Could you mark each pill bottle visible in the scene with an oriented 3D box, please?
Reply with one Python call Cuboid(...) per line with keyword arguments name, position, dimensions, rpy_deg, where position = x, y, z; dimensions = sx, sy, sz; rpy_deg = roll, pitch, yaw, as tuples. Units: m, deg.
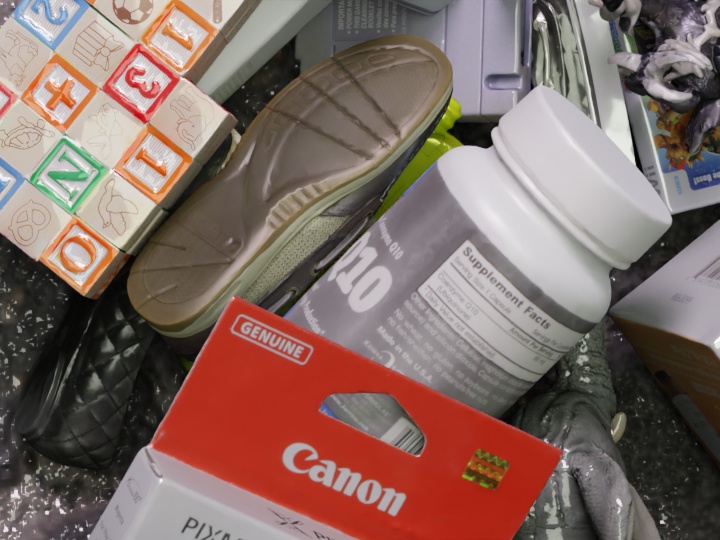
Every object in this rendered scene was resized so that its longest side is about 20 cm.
Cuboid(name="pill bottle", position=(0.051, 0.011, 1.470), dimensions=(0.114, 0.114, 0.200), rpy_deg=(44, 103, -4))

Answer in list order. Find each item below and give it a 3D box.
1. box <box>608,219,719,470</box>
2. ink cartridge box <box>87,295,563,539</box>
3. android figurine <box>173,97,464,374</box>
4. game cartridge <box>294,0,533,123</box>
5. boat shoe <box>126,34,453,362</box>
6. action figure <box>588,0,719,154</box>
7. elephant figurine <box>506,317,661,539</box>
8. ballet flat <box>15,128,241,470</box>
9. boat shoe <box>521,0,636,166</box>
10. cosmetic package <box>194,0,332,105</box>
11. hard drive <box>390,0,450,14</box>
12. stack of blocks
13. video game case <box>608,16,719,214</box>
Cuboid(name="box", position=(0.245, 0.074, 1.542), dimensions=(0.106, 0.152, 0.200), rpy_deg=(-38, 103, -9))
Cuboid(name="ink cartridge box", position=(-0.017, 0.130, 1.415), dimensions=(0.200, 0.044, 0.174), rpy_deg=(26, 102, -24))
Cuboid(name="android figurine", position=(0.000, 0.000, 1.550), dimensions=(0.182, 0.041, 0.200), rpy_deg=(40, 102, -4))
Cuboid(name="game cartridge", position=(0.029, -0.177, 1.574), dimensions=(0.129, 0.038, 0.200), rpy_deg=(0, 85, 25))
Cuboid(name="boat shoe", position=(-0.031, -0.035, 1.488), dimensions=(0.201, 0.066, 0.072), rpy_deg=(-44, 59, -12))
Cuboid(name="action figure", position=(0.163, -0.137, 1.524), dimensions=(0.200, 0.102, 0.119), rpy_deg=(29, 77, -25))
Cuboid(name="elephant figurine", position=(0.098, 0.130, 1.520), dimensions=(0.141, 0.155, 0.200), rpy_deg=(-18, 108, -15))
Cuboid(name="ballet flat", position=(-0.112, 0.012, 1.538), dimensions=(0.057, 0.066, 0.200), rpy_deg=(24, 106, -30))
Cuboid(name="boat shoe", position=(0.098, -0.118, 1.588), dimensions=(0.064, 0.071, 0.200), rpy_deg=(-13, 87, -8))
Cuboid(name="cosmetic package", position=(-0.109, -0.121, 1.537), dimensions=(0.200, 0.074, 0.102), rpy_deg=(-42, 88, -2))
Cuboid(name="hard drive", position=(-0.039, -0.216, 1.515), dimensions=(0.027, 0.132, 0.200), rpy_deg=(-45, 72, 14))
Cuboid(name="stack of blocks", position=(-0.116, -0.099, 1.471), dimensions=(0.115, 0.059, 0.200), rpy_deg=(38, 89, 3))
Cuboid(name="video game case", position=(0.194, -0.140, 1.612), dimensions=(0.143, 0.018, 0.200), rpy_deg=(-14, 88, -29))
